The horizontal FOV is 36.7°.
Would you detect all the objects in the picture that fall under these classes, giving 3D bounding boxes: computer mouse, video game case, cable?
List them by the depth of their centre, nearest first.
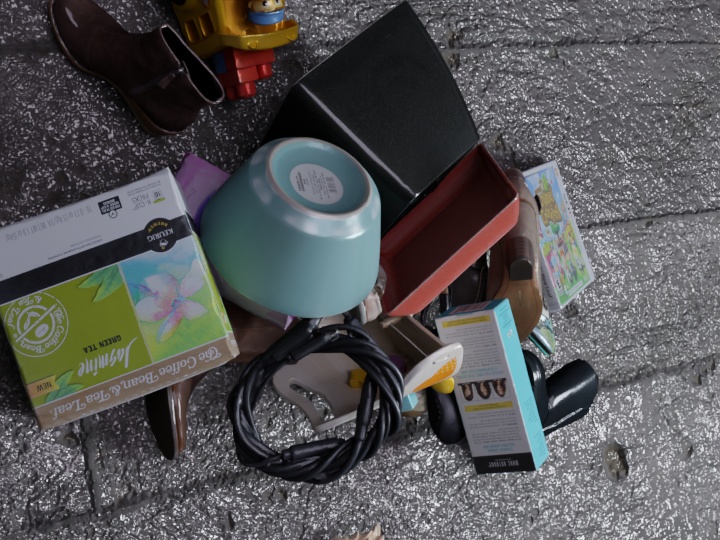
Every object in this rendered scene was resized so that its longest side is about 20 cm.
[{"bbox_3d":[-0.051,0.147,1.174,0.200,0.051,0.163,-41,92,5],"label":"cable"},{"bbox_3d":[0.106,0.111,1.326,0.058,0.034,0.203,-6,90,-22],"label":"computer mouse"},{"bbox_3d":[0.261,-0.053,1.476,0.200,0.022,0.184,-24,96,-63],"label":"video game case"}]

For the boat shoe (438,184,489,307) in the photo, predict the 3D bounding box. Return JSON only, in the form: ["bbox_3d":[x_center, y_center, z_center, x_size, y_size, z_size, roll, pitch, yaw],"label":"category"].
[{"bbox_3d":[0.126,-0.032,1.371,0.061,0.071,0.204,43,44,-68],"label":"boat shoe"}]

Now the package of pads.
[{"bbox_3d":[-0.139,-0.032,1.210,0.199,0.076,0.121,29,67,0],"label":"package of pads"}]

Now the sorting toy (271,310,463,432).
[{"bbox_3d":[-0.004,0.115,1.268,0.179,0.200,0.108,-28,128,-20],"label":"sorting toy"}]

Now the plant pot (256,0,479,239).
[{"bbox_3d":[0.016,-0.151,1.266,0.178,0.200,0.199,47,60,1],"label":"plant pot"}]

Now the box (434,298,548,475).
[{"bbox_3d":[0.158,0.140,1.296,0.049,0.082,0.202,-29,106,-57],"label":"box"}]

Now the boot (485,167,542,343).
[{"bbox_3d":[0.187,-0.019,1.340,0.069,0.201,0.147,3,49,-2],"label":"boot"}]

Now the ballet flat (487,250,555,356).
[{"bbox_3d":[0.196,0.022,1.416,0.200,0.074,0.074,44,61,2],"label":"ballet flat"}]

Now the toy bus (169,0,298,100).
[{"bbox_3d":[-0.132,-0.295,1.229,0.135,0.199,0.194,-17,98,-32],"label":"toy bus"}]

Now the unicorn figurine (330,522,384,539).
[{"bbox_3d":[-0.011,0.406,1.260,0.136,0.074,0.202,-5,70,-23],"label":"unicorn figurine"}]

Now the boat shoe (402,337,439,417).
[{"bbox_3d":[0.113,0.106,1.384,0.199,0.072,0.065,-35,104,-26],"label":"boat shoe"}]

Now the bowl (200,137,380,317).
[{"bbox_3d":[-0.057,-0.062,1.129,0.199,0.105,0.202,14,44,-14],"label":"bowl"}]

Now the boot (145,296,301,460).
[{"bbox_3d":[-0.142,0.109,1.228,0.198,0.064,0.189,-1,83,-35],"label":"boot"}]

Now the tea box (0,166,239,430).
[{"bbox_3d":[-0.245,0.029,1.085,0.198,0.134,0.199,-21,89,-6],"label":"tea box"}]

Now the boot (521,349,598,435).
[{"bbox_3d":[0.239,0.150,1.405,0.167,0.076,0.202,-26,140,-32],"label":"boot"}]

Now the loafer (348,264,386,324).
[{"bbox_3d":[0.000,0.000,1.254,0.062,0.200,0.073,-15,112,-9],"label":"loafer"}]

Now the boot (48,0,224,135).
[{"bbox_3d":[-0.238,-0.239,1.163,0.200,0.166,0.072,51,60,-14],"label":"boot"}]

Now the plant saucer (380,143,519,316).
[{"bbox_3d":[0.099,-0.043,1.280,0.200,0.200,0.037,-42,111,11],"label":"plant saucer"}]
